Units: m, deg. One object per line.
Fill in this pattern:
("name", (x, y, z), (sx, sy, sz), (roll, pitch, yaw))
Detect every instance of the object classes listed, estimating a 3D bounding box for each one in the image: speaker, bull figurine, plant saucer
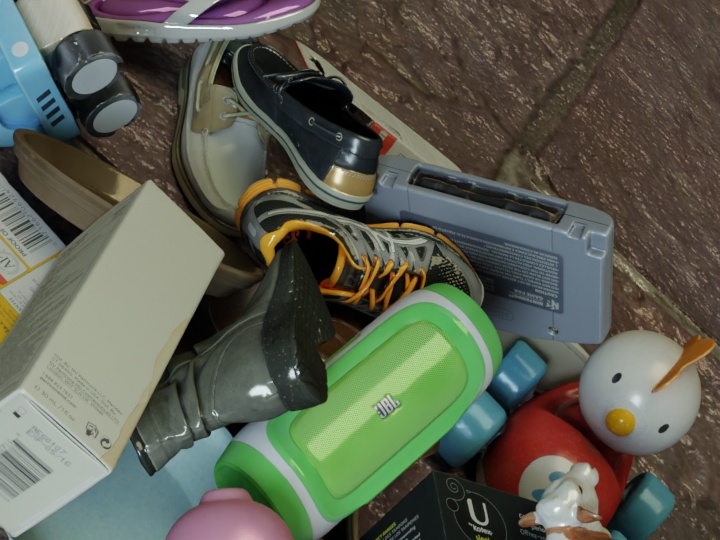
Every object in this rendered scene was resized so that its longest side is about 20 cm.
("speaker", (0.001, 0.094, 1.032), (0.199, 0.089, 0.089), (-38, 82, -27))
("bull figurine", (0.175, 0.219, 1.001), (0.120, 0.065, 0.202), (15, 44, -38))
("plant saucer", (-0.017, 0.059, 1.159), (0.199, 0.037, 0.201), (31, 15, -9))
("plant saucer", (-0.159, -0.037, 1.111), (0.199, 0.030, 0.200), (32, 5, -3))
("plant saucer", (-0.148, 0.149, 0.996), (0.199, 0.039, 0.202), (27, 38, -23))

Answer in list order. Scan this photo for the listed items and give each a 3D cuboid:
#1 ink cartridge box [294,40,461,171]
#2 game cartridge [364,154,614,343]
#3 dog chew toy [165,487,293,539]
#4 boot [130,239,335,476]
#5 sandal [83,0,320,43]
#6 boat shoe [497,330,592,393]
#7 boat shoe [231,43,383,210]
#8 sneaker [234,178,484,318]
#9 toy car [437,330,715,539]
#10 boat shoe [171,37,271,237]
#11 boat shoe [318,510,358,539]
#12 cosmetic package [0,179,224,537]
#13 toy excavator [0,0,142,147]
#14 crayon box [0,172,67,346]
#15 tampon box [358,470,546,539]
("ink cartridge box", (0.013, -0.106, 1.358), (0.199, 0.050, 0.109), (36, 13, -21))
("game cartridge", (0.099, -0.012, 1.224), (0.198, 0.134, 0.042), (17, 55, 21))
("dog chew toy", (-0.071, 0.224, 0.892), (0.123, 0.124, 0.203), (9, 67, -38))
("boot", (-0.088, 0.051, 1.023), (0.200, 0.129, 0.068), (-86, 152, -69))
("sandal", (-0.130, -0.222, 1.298), (0.200, 0.050, 0.083), (-8, 34, -9))
("boat shoe", (0.122, 0.037, 1.348), (0.198, 0.073, 0.063), (30, 40, -11))
("boat shoe", (-0.039, -0.125, 1.218), (0.074, 0.063, 0.200), (7, 32, -35))
("sneaker", (0.000, 0.000, 1.174), (0.198, 0.079, 0.077), (18, 19, -14))
("toy car", (0.192, 0.116, 1.224), (0.184, 0.200, 0.177), (45, 35, 4))
("boat shoe", (-0.107, -0.120, 1.283), (0.074, 0.068, 0.202), (16, 44, -32))
("boat shoe", (-0.031, 0.135, 1.100), (0.073, 0.066, 0.202), (19, 41, -29))
("cosmetic package", (-0.165, 0.048, 0.946), (0.073, 0.103, 0.201), (44, 38, -16))
("toy excavator", (-0.274, -0.138, 1.120), (0.100, 0.198, 0.195), (58, -7, 21))
("crayon box", (-0.260, 0.027, 0.998), (0.126, 0.052, 0.200), (47, 35, 3))
("tampon box", (0.083, 0.260, 1.033), (0.149, 0.126, 0.202), (21, 40, -29))
